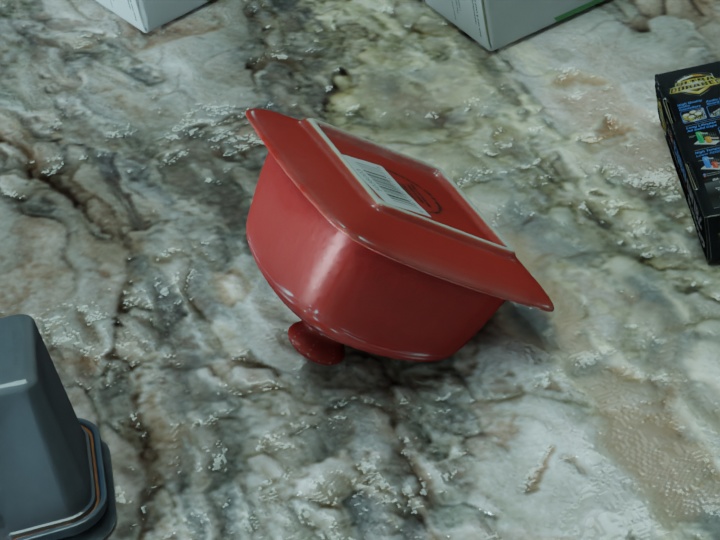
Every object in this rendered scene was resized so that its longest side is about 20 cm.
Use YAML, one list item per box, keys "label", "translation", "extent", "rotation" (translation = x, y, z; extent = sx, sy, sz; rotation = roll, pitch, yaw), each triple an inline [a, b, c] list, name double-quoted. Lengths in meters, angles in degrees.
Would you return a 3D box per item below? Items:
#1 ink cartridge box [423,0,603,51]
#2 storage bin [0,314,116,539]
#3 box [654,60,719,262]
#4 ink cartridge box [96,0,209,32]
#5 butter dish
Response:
- label: "ink cartridge box"
  translation: [0.115, -0.287, 2.040]
  extent: [0.146, 0.084, 0.200]
  rotation: [-25, 38, -17]
- label: "storage bin"
  translation: [-0.277, 0.123, 1.569]
  extent: [0.200, 0.134, 0.146]
  rotation: [-14, 36, -1]
- label: "box"
  translation: [0.334, -0.098, 1.758]
  extent: [0.200, 0.050, 0.199]
  rotation: [-11, 36, 2]
- label: "ink cartridge box"
  translation: [-0.198, -0.313, 2.164]
  extent: [0.145, 0.084, 0.200]
  rotation: [-30, 41, -23]
- label: "butter dish"
  translation: [0.000, 0.000, 1.657]
  extent: [0.199, 0.148, 0.200]
  rotation: [20, 20, -35]
